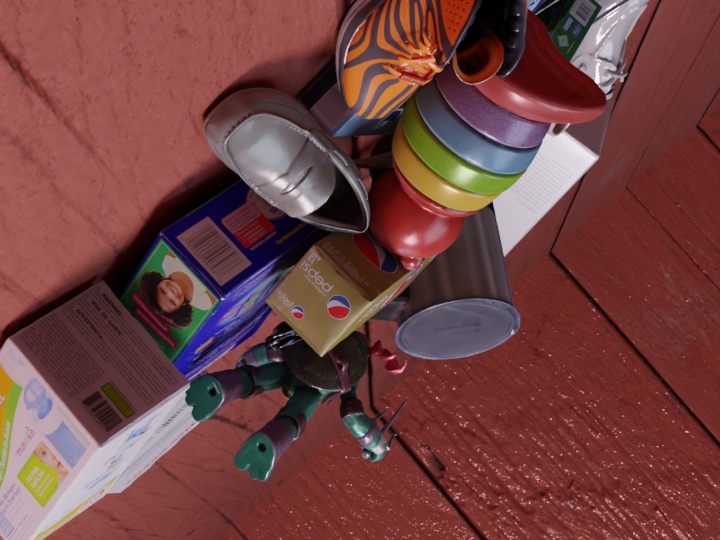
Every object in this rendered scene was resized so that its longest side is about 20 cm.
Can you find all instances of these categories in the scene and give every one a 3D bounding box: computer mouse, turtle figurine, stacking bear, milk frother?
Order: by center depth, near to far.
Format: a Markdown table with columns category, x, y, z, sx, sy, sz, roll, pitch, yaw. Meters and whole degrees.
| category | x | y | z | sx | sy | sz | roll | pitch | yaw |
| --- | --- | --- | --- | --- | --- | --- | --- | --- | --- |
| stacking bear | 0.074 | -0.091 | 1.370 | 0.113 | 0.122 | 0.200 | -11 | 145 | -47 |
| computer mouse | -0.044 | 0.030 | 1.478 | 0.058 | 0.034 | 0.200 | -18 | -174 | 13 |
| turtle figurine | -0.046 | 0.095 | 1.489 | 0.200 | 0.149 | 0.101 | -23 | 137 | -50 |
| milk frother | 0.047 | -0.002 | 1.708 | 0.179 | 0.189 | 0.200 | -6 | 151 | -2 |

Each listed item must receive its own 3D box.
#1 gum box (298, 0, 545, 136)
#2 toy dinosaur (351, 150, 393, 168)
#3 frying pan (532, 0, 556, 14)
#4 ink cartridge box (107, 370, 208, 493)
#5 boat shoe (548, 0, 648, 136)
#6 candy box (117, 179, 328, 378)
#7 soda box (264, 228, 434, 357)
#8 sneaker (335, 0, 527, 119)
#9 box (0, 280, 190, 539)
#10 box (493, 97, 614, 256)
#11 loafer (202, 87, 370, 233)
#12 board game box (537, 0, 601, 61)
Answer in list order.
| category | x | y | z | sx | sy | sz | roll | pitch | yaw |
| --- | --- | --- | --- | --- | --- | --- | --- | --- | --- |
| gum box | 0.054 | -0.179 | 1.431 | 0.170 | 0.045 | 0.200 | -44 | 171 | 16 |
| toy dinosaur | 0.054 | -0.104 | 1.466 | 0.101 | 0.058 | 0.200 | -42 | 172 | 28 |
| frying pan | 0.126 | -0.218 | 1.575 | 0.189 | 0.031 | 0.115 | -29 | -173 | 28 |
| ink cartridge box | -0.215 | 0.127 | 1.623 | 0.144 | 0.084 | 0.200 | -42 | 171 | 0 |
| boat shoe | 0.212 | -0.189 | 1.624 | 0.071 | 0.070 | 0.200 | -23 | 164 | -38 |
| candy box | -0.121 | 0.013 | 1.449 | 0.169 | 0.077 | 0.200 | -37 | 170 | -44 |
| soda box | 0.000 | 0.000 | 1.437 | 0.068 | 0.064 | 0.200 | -48 | 174 | 24 |
| sneaker | 0.048 | -0.156 | 1.250 | 0.077 | 0.113 | 0.200 | 4 | 138 | -28 |
| box | -0.236 | 0.119 | 1.404 | 0.101 | 0.113 | 0.200 | -34 | 169 | -42 |
| box | 0.166 | -0.115 | 1.910 | 0.200 | 0.097 | 0.125 | -48 | -169 | 37 |
| loafer | -0.046 | -0.077 | 1.309 | 0.070 | 0.070 | 0.200 | -42 | 153 | 12 |
| board game box | 0.121 | -0.144 | 1.558 | 0.201 | 0.029 | 0.134 | -58 | -163 | -22 |
